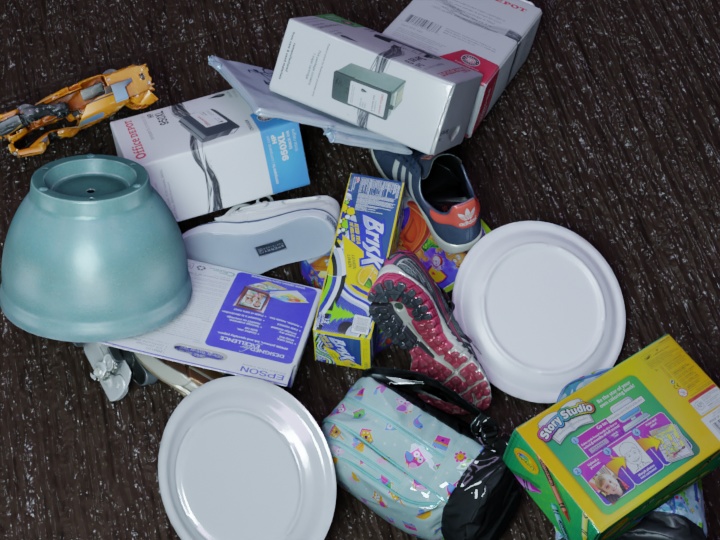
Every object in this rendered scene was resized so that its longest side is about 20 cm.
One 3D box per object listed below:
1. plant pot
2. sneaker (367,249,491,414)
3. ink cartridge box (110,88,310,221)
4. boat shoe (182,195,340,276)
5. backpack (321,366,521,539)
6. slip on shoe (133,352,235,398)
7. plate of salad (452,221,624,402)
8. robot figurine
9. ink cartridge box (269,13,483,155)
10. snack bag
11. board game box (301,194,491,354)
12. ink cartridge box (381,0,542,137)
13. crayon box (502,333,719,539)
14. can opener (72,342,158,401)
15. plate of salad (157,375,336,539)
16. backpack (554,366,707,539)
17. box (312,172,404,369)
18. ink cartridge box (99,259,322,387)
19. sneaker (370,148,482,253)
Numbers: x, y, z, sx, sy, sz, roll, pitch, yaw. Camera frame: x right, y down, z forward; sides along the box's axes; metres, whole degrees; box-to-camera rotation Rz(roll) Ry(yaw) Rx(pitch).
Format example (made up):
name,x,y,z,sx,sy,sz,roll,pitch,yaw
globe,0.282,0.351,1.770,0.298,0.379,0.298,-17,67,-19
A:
name,x,y,z,sx,sy,sz,roll,pitch,yaw
plant pot,-0.272,-0.036,1.307,0.197,0.136,0.201,3,28,-1
sneaker,0.081,0.068,1.326,0.080,0.201,0.075,-16,30,26
ink cartridge box,-0.174,-0.134,1.463,0.198,0.085,0.145,-17,31,-11
boat shoe,-0.113,-0.049,1.437,0.200,0.075,0.086,-14,30,22
backpack,0.052,0.188,1.264,0.199,0.168,0.127,30,63,24
slip on shoe,-0.160,0.127,1.345,0.198,0.061,0.076,27,30,13
plate of salad,0.193,0.046,1.402,0.197,0.048,0.203,3,75,-11
robot figurine,-0.340,-0.185,1.504,0.198,0.145,0.059,-25,99,-12
ink cartridge box,0.022,-0.208,1.413,0.198,0.085,0.146,23,19,12
snack bag,-0.059,-0.185,1.436,0.198,0.022,0.189,9,23,-29
board game box,0.051,-0.008,1.444,0.199,0.045,0.135,-30,64,-19
ink cartridge box,0.116,-0.268,1.557,0.144,0.084,0.200,25,44,13
crayon box,0.243,0.156,1.165,0.198,0.059,0.119,-27,61,-24
can opener,-0.291,0.057,1.401,0.066,0.053,0.201,-7,53,-48
plate of salad,-0.110,0.203,1.261,0.197,0.048,0.203,2,95,24
backpack,0.260,0.195,1.266,0.154,0.162,0.201,45,44,-23
box,0.000,0.000,1.370,0.063,0.070,0.202,9,58,7
ink cartridge box,-0.153,0.061,1.345,0.195,0.044,0.201,13,28,3
sneaker,0.075,-0.115,1.434,0.074,0.085,0.201,-27,57,-17
